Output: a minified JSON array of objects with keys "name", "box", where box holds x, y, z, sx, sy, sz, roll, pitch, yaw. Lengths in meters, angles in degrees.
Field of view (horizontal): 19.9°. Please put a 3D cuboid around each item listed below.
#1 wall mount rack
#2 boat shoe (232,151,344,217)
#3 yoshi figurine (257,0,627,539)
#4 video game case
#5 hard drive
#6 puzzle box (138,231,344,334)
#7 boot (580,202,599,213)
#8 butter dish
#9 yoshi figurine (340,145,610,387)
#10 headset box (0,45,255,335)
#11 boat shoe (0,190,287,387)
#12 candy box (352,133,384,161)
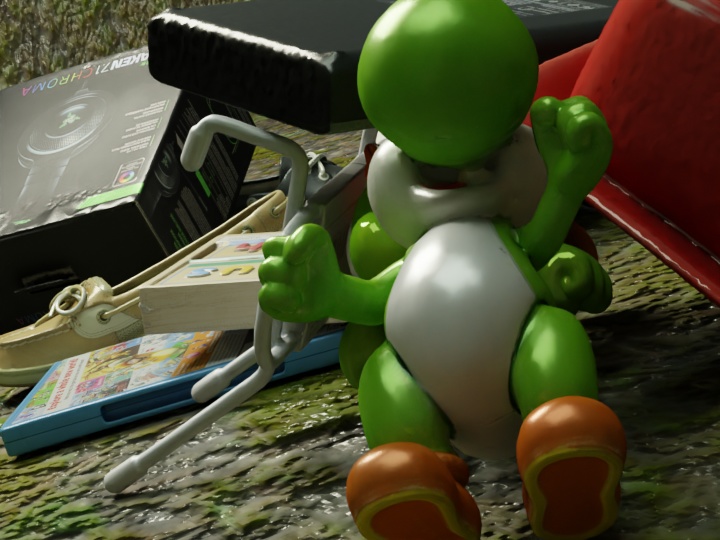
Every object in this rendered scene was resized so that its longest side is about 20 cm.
[{"name":"wall mount rack","box":[-0.045,0.007,0.902,0.074,0.175,0.200,16,20,11]},{"name":"boat shoe","box":[-0.047,-0.049,1.409,0.198,0.061,0.076,-17,10,3]},{"name":"yoshi figurine","box":[0.031,-0.014,0.673,0.111,0.201,0.112,15,-41,-24]},{"name":"video game case","box":[-0.078,0.045,1.071,0.198,0.018,0.143,-16,10,6]},{"name":"hard drive","box":[0.027,-0.097,0.883,0.199,0.033,0.139,-11,20,-35]},{"name":"puzzle box","box":[0.000,0.000,1.048,0.198,0.026,0.133,-4,12,15]},{"name":"boot","box":[0.172,-0.039,0.877,0.198,0.076,0.097,5,17,13]},{"name":"butter dish","box":[0.181,-0.080,0.743,0.198,0.149,0.200,-25,52,-35]},{"name":"yoshi figurine","box":[0.046,0.011,0.857,0.111,0.113,0.200,24,6,13]},{"name":"headset box","box":[-0.178,-0.045,1.349,0.173,0.093,0.201,-12,37,24]},{"name":"boat shoe","box":[-0.126,0.013,1.193,0.199,0.064,0.073,-19,10,-8]},{"name":"candy box","box":[0.078,-0.102,1.189,0.201,0.061,0.136,-57,21,-21]}]
